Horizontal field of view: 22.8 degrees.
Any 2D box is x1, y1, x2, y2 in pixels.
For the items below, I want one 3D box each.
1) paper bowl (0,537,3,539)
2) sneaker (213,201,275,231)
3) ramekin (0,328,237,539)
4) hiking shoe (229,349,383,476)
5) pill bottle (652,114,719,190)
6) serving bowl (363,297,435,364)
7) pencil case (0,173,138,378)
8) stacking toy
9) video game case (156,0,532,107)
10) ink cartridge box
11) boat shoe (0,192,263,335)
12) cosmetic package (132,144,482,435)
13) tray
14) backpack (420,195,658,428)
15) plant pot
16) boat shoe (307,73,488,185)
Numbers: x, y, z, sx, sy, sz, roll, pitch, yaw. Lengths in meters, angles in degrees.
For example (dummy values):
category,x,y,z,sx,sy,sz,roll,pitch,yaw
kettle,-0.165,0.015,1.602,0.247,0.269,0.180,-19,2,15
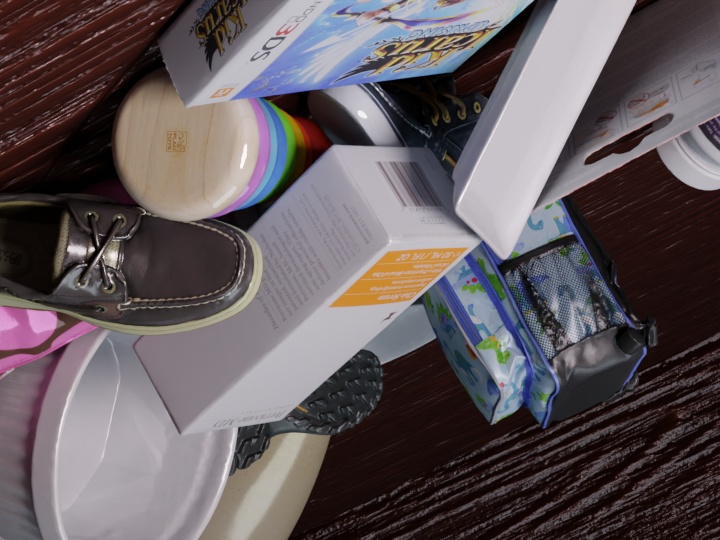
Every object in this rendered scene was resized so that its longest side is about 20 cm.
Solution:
category,x,y,z,sx,sy,sz,roll,pitch,yaw
paper bowl,-0.298,0.151,1.333,0.199,0.105,0.201,-3,145,-2
sneaker,-0.048,-0.038,1.173,0.086,0.078,0.200,-20,180,17
ramekin,-0.179,0.105,1.205,0.105,0.201,0.200,10,-174,30
hiking shoe,-0.071,0.101,1.473,0.199,0.075,0.087,-17,-155,-36
pill bottle,0.306,-0.139,1.330,0.111,0.112,0.200,-15,165,-33
serving bowl,-0.016,0.041,1.557,0.199,0.066,0.200,-19,164,-5
pencil case,-0.191,0.012,1.090,0.199,0.094,0.091,-25,-172,9
stacking toy,-0.066,-0.067,1.044,0.085,0.086,0.200,-27,170,16
video game case,0.023,-0.154,0.920,0.199,0.046,0.181,-13,164,-41
ink cartridge box,0.177,-0.103,1.152,0.160,0.047,0.200,-28,-154,19
boat shoe,-0.155,-0.005,1.001,0.199,0.074,0.065,1,169,14
cosmetic package,-0.033,0.013,1.074,0.200,0.071,0.101,-43,158,31
tray,0.107,-0.111,1.040,0.201,0.022,0.107,-63,154,-5
backpack,0.125,0.015,1.421,0.146,0.201,0.183,-22,163,-5
plant pot,-0.109,0.170,1.725,0.187,0.188,0.200,-9,146,-48
boat shoe,0.034,-0.097,1.142,0.091,0.071,0.200,-50,154,-5
